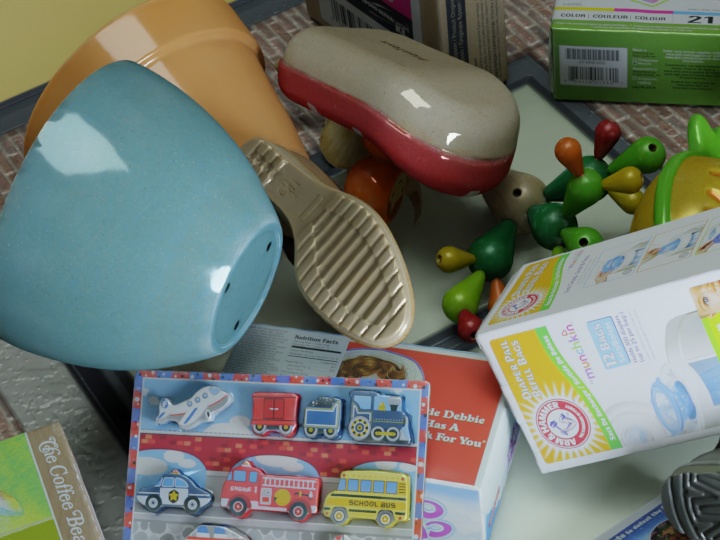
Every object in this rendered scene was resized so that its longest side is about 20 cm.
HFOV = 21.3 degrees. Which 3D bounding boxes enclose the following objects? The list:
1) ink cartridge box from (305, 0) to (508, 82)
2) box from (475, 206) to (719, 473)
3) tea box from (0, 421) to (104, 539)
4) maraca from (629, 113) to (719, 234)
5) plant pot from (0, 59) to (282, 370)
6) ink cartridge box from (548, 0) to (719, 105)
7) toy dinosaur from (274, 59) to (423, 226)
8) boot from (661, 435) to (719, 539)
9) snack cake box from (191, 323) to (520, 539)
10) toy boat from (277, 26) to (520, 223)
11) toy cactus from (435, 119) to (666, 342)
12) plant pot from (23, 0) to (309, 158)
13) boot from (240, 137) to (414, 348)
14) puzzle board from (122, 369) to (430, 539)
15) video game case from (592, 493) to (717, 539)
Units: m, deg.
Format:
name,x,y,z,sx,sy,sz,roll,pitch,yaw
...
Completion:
name,x,y,z,sx,sy,sz,roll,pitch,yaw
ink cartridge box,0.030,-0.249,1.575,0.075,0.166,0.200,-32,48,-22
box,0.192,0.041,1.225,0.199,0.113,0.101,-16,19,31
tea box,-0.232,0.229,1.139,0.195,0.134,0.201,-19,45,-12
maraca,0.249,-0.026,1.349,0.106,0.138,0.201,-17,29,31
plant pot,-0.129,-0.017,1.236,0.134,0.201,0.201,24,51,15
ink cartridge box,0.239,-0.230,1.591,0.146,0.076,0.201,3,46,11
toy dinosaur,0.017,-0.114,1.525,0.101,0.058,0.200,-43,61,-2
boot,0.298,0.100,1.209,0.180,0.073,0.200,6,26,36
snack cake box,0.000,0.108,1.281,0.198,0.068,0.116,8,45,16
toy boat,0.023,-0.096,1.417,0.130,0.132,0.199,-3,23,-40
toy cactus,0.123,-0.041,1.395,0.200,0.102,0.165,-49,26,1
plant pot,-0.130,-0.086,1.424,0.199,0.201,0.140,-32,64,-23
boot,0.000,0.000,1.325,0.072,0.166,0.200,-40,57,3
puzzle board,-0.056,0.142,1.220,0.198,0.017,0.152,1,81,15
video game case,0.208,0.200,1.147,0.142,0.018,0.200,-30,29,-21
